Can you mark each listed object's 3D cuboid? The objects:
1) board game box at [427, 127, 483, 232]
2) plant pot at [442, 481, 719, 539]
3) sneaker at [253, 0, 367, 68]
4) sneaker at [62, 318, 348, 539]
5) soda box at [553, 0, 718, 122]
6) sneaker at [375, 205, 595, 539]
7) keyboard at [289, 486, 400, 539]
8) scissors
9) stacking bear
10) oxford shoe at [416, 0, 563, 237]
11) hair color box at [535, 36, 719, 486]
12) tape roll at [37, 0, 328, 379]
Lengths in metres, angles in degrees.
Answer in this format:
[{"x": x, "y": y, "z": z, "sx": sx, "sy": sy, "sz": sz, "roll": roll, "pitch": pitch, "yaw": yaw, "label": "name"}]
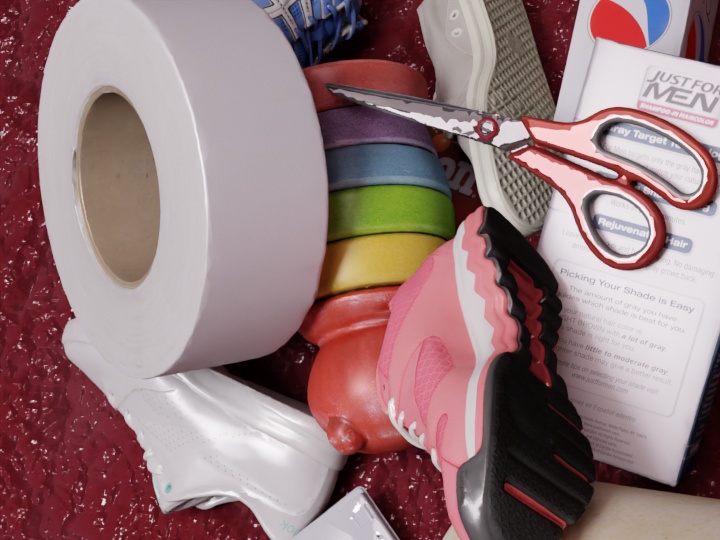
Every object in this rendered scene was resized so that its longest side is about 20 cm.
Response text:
[{"x": -0.001, "y": -0.054, "z": 0.893, "sx": 0.200, "sy": 0.019, "sz": 0.103, "roll": 26, "pitch": 78, "yaw": 31, "label": "board game box"}, {"x": 0.131, "y": 0.173, "z": 0.644, "sx": 0.183, "sy": 0.200, "sz": 0.201, "roll": 12, "pitch": 72, "yaw": 40, "label": "plant pot"}, {"x": -0.041, "y": -0.159, "z": 0.908, "sx": 0.077, "sy": 0.076, "sz": 0.200, "roll": 4, "pitch": 52, "yaw": 17, "label": "sneaker"}, {"x": -0.104, "y": 0.091, "z": 0.844, "sx": 0.200, "sy": 0.075, "sz": 0.089, "roll": 23, "pitch": 89, "yaw": 29, "label": "sneaker"}, {"x": 0.163, "y": -0.150, "z": 0.835, "sx": 0.064, "sy": 0.068, "sz": 0.200, "roll": 5, "pitch": 69, "yaw": 24, "label": "soda box"}, {"x": 0.048, "y": 0.061, "z": 0.667, "sx": 0.087, "sy": 0.074, "sz": 0.200, "roll": -34, "pitch": 31, "yaw": 27, "label": "sneaker"}, {"x": 0.032, "y": 0.204, "z": 0.754, "sx": 0.056, "sy": 0.011, "sz": 0.200, "roll": -41, "pitch": 63, "yaw": 8, "label": "keyboard"}, {"x": 0.077, "y": -0.072, "z": 0.726, "sx": 0.200, "sy": 0.014, "sz": 0.073, "roll": 33, "pitch": 103, "yaw": 19, "label": "scissors"}, {"x": 0.000, "y": 0.000, "z": 0.794, "sx": 0.114, "sy": 0.121, "sz": 0.200, "roll": -28, "pitch": 66, "yaw": 51, "label": "stacking bear"}, {"x": 0.071, "y": -0.095, "z": 0.844, "sx": 0.058, "sy": 0.075, "sz": 0.200, "roll": -33, "pitch": 47, "yaw": 30, "label": "oxford shoe"}, {"x": 0.142, "y": -0.005, "z": 0.737, "sx": 0.100, "sy": 0.061, "sz": 0.200, "roll": 17, "pitch": 96, "yaw": 20, "label": "hair color box"}, {"x": -0.099, "y": -0.047, "z": 0.776, "sx": 0.202, "sy": 0.071, "sz": 0.203, "roll": 21, "pitch": 115, "yaw": 53, "label": "tape roll"}]
